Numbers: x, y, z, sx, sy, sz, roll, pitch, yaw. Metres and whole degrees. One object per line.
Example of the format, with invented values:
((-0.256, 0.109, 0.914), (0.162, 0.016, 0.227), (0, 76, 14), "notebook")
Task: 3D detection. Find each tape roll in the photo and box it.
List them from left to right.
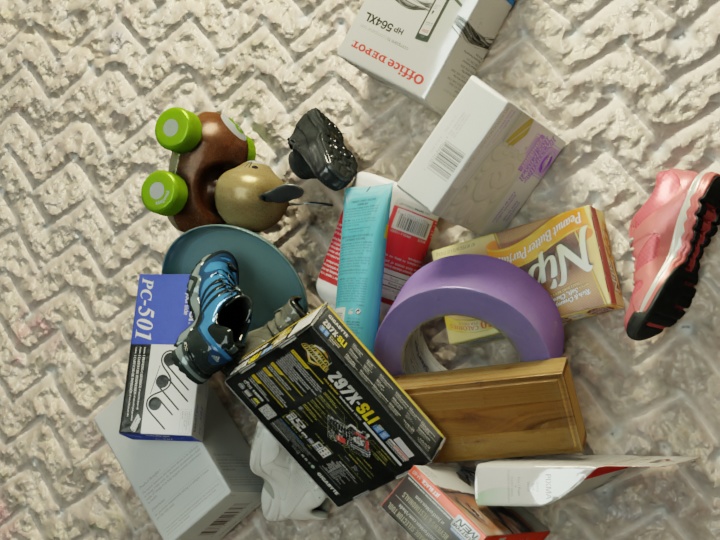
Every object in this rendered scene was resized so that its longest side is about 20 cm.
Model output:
((0.121, 0.088, 1.440), (0.200, 0.085, 0.200), (7, 118, 14), "tape roll")

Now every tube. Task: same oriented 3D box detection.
((0.000, 0.000, 1.466), (0.077, 0.050, 0.200), (-3, 78, 39), "tube")

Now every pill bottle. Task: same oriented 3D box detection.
((0.014, -0.008, 1.549), (0.112, 0.112, 0.200), (21, 92, 28), "pill bottle")

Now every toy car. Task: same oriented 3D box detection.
((-0.140, -0.112, 1.617), (0.200, 0.164, 0.158), (11, 88, 26), "toy car")

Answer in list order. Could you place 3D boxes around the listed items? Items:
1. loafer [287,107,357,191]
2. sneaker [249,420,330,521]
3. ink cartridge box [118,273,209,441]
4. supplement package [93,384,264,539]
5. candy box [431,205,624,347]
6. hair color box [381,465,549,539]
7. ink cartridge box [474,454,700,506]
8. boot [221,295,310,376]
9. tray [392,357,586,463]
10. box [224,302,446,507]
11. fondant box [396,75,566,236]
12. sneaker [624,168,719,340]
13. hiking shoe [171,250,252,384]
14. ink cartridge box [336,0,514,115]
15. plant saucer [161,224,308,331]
((-0.051, -0.136, 1.581), (0.070, 0.068, 0.201), (-46, 24, 12), "loafer")
((-0.072, 0.230, 1.538), (0.099, 0.200, 0.078), (5, 51, 12), "sneaker")
((-0.231, 0.105, 1.577), (0.094, 0.044, 0.200), (0, 72, 13), "ink cartridge box")
((-0.221, 0.231, 1.631), (0.117, 0.117, 0.200), (-41, 67, 15), "supplement package")
((0.190, 0.010, 1.487), (0.200, 0.055, 0.116), (-16, 77, 24), "candy box")
((0.118, 0.269, 1.403), (0.111, 0.200, 0.064), (42, 102, 25), "hair color box")
((0.242, 0.221, 1.368), (0.200, 0.161, 0.050), (-2, 86, 27), "ink cartridge box")
((-0.110, 0.090, 1.575), (0.131, 0.200, 0.068), (-43, 93, -8), "boot")
((0.134, 0.155, 1.401), (0.200, 0.037, 0.099), (-8, 114, 21), "tray")
((-0.030, 0.151, 1.412), (0.200, 0.049, 0.160), (49, 128, -9), "box")
((0.139, -0.120, 1.451), (0.058, 0.200, 0.144), (39, 101, 25), "fondant box")
((0.329, -0.020, 1.423), (0.087, 0.074, 0.200), (24, 90, 42), "sneaker")
((-0.155, 0.046, 1.508), (0.087, 0.074, 0.200), (-26, 36, 25), "hiking shoe")
((0.086, -0.310, 1.573), (0.146, 0.084, 0.200), (31, 96, 27), "ink cartridge box")
((-0.154, 0.025, 1.627), (0.200, 0.027, 0.200), (11, 125, 16), "plant saucer")
